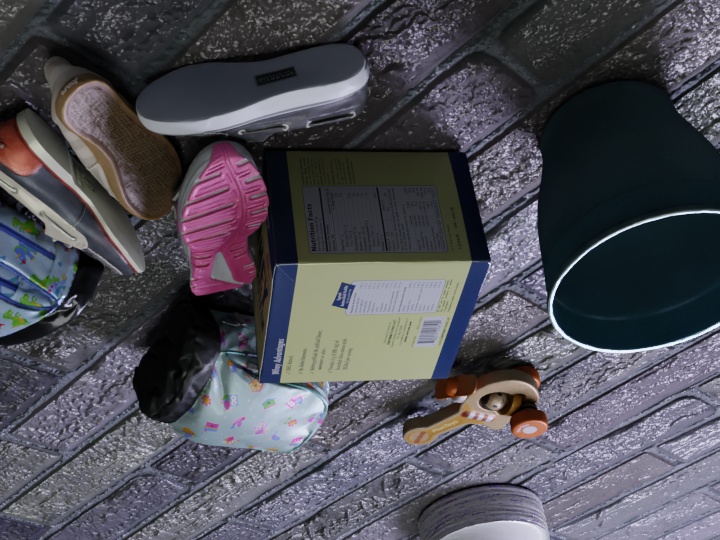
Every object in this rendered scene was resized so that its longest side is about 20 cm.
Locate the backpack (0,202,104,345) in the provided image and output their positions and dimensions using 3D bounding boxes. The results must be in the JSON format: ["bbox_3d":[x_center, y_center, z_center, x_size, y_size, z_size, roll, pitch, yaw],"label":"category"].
[{"bbox_3d":[-0.366,-0.008,0.984,0.161,0.155,0.201,-11,132,32],"label":"backpack"}]

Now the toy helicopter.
[{"bbox_3d":[0.129,0.174,1.359,0.199,0.080,0.132,-28,138,30],"label":"toy helicopter"}]

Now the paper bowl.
[{"bbox_3d":[0.193,0.421,1.669,0.197,0.105,0.202,-5,141,-4],"label":"paper bowl"}]

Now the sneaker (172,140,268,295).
[{"bbox_3d":[-0.136,-0.060,0.980,0.080,0.089,0.201,-11,153,-19],"label":"sneaker"}]

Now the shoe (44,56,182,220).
[{"bbox_3d":[-0.213,-0.114,0.942,0.070,0.053,0.201,-47,151,-12],"label":"shoe"}]

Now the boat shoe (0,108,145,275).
[{"bbox_3d":[-0.265,-0.059,0.975,0.062,0.072,0.201,-30,134,6],"label":"boat shoe"}]

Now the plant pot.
[{"bbox_3d":[0.247,-0.059,0.985,0.197,0.190,0.201,-5,142,-4],"label":"plant pot"}]

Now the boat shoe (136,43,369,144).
[{"bbox_3d":[-0.087,-0.140,0.920,0.197,0.071,0.067,-15,142,-4],"label":"boat shoe"}]

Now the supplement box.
[{"bbox_3d":[0.000,0.000,1.056,0.197,0.136,0.201,0,142,-11],"label":"supplement box"}]

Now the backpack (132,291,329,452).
[{"bbox_3d":[-0.132,0.121,1.195,0.198,0.128,0.167,16,134,-33],"label":"backpack"}]
